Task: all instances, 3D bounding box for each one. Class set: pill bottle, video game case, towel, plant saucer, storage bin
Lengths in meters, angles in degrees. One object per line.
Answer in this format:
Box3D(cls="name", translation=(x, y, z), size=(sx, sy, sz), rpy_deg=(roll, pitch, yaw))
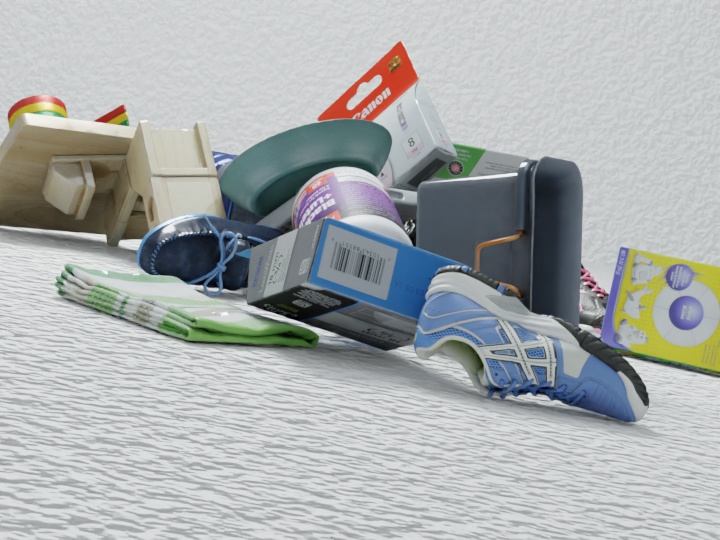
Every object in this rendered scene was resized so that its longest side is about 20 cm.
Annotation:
Box3D(cls="pill bottle", translation=(-0.005, -0.020, 1.623), size=(0.111, 0.112, 0.200), rpy_deg=(9, 23, -15))
Box3D(cls="video game case", translation=(-0.047, -0.043, 1.850), size=(0.200, 0.024, 0.182), rpy_deg=(-33, -25, 36))
Box3D(cls="towel", translation=(-0.151, 0.030, 1.374), size=(0.149, 0.031, 0.200), rpy_deg=(5, 7, -45))
Box3D(cls="plant saucer", translation=(-0.056, -0.104, 1.770), size=(0.200, 0.036, 0.200), rpy_deg=(-15, -20, -6))
Box3D(cls="storage bin", translation=(0.122, -0.004, 1.505), size=(0.134, 0.200, 0.146), rpy_deg=(0, -1, 29))

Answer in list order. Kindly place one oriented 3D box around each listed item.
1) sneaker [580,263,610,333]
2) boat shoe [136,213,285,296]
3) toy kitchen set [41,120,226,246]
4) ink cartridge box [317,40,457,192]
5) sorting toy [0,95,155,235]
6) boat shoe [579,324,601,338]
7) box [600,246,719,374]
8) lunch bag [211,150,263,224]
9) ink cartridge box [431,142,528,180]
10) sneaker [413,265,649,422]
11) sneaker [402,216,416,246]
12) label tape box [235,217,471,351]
Box3D(cls="sneaker", translation=(0.264, 0.027, 1.957), size=(0.200, 0.096, 0.079), rpy_deg=(15, 5, 35))
Box3D(cls="boat shoe", translation=(-0.133, -0.018, 1.637), size=(0.200, 0.084, 0.069), rpy_deg=(-7, 33, -40))
Box3D(cls="toy kitchen set", translation=(-0.266, -0.047, 1.830), size=(0.163, 0.181, 0.200), rpy_deg=(-2, -30, -24))
Box3D(cls="ink cartridge box", translation=(0.016, -0.167, 1.938), size=(0.057, 0.163, 0.200), rpy_deg=(17, 41, -49))
Box3D(cls="sorting toy", translation=(-0.350, -0.131, 1.896), size=(0.200, 0.070, 0.199), rpy_deg=(5, -35, -35))
Box3D(cls="boat shoe", translation=(0.159, 0.047, 1.634), size=(0.200, 0.066, 0.072), rpy_deg=(9, 4, -12))
Box3D(cls="box", translation=(0.374, 0.050, 1.759), size=(0.200, 0.118, 0.048), rpy_deg=(12, -2, 20))
Box3D(cls="lunch bag", translation=(-0.114, -0.066, 1.979), size=(0.200, 0.136, 0.132), rpy_deg=(8, 5, -39))
Box3D(cls="ink cartridge box", translation=(0.116, -0.055, 1.973), size=(0.146, 0.200, 0.084), rpy_deg=(8, 2, -32))
Box3D(cls="sneaker", translation=(0.134, 0.075, 1.269), size=(0.200, 0.077, 0.076), rpy_deg=(27, -24, 9))
Box3D(cls="sneaker", translation=(0.049, -0.029, 1.815), size=(0.104, 0.200, 0.060), rpy_deg=(23, 49, 2))
Box3D(cls="label tape box", translation=(-0.016, 0.019, 1.379), size=(0.144, 0.063, 0.200), rpy_deg=(19, -16, -22))
